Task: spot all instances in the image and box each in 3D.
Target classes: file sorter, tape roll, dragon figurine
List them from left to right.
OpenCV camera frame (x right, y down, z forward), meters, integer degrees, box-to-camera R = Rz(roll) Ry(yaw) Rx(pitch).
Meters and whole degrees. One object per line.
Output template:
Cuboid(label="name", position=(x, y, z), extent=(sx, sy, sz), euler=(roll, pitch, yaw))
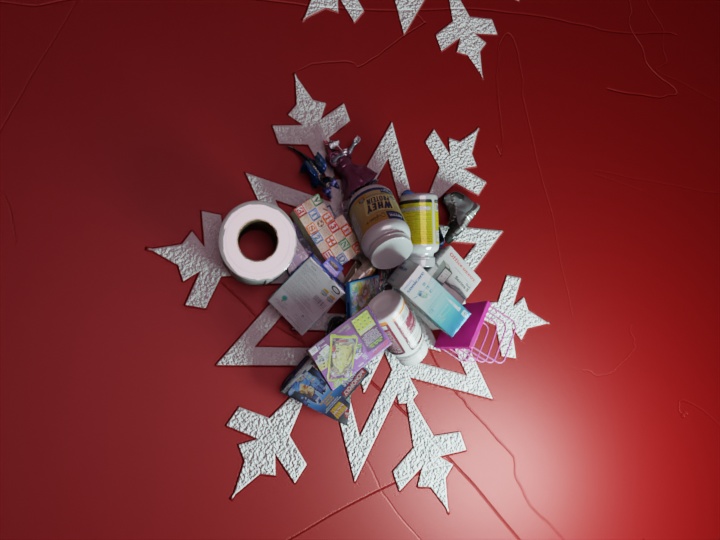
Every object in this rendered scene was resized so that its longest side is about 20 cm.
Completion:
Cuboid(label="tape roll", position=(-0.270, -0.068, 1.477), extent=(0.197, 0.139, 0.209), euler=(2, 83, -12))
Cuboid(label="dragon figurine", position=(-0.130, -0.290, 1.590), extent=(0.058, 0.099, 0.202), euler=(-34, 93, -20))
Cuboid(label="file sorter", position=(0.331, 0.186, 1.623), extent=(0.124, 0.199, 0.141), euler=(31, 73, -14))

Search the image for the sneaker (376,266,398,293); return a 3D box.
Cuboid(label="sneaker", position=(0.076, 0.021, 1.626), extent=(0.079, 0.075, 0.206), euler=(8, 80, -17))

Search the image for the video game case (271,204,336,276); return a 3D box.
Cuboid(label="video game case", position=(-0.140, -0.080, 1.598), extent=(0.197, 0.019, 0.145), euler=(-27, 91, -20))

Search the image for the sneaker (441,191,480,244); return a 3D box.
Cuboid(label="sneaker", position=(0.278, -0.172, 1.722), extent=(0.115, 0.075, 0.200), euler=(43, 50, 1))

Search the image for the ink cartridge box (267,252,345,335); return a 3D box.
Cuboid(label="ink cartridge box", position=(-0.130, 0.051, 1.510), extent=(0.200, 0.076, 0.137), euler=(-44, 98, 9))

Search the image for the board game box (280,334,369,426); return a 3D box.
Cuboid(label="board game box", position=(-0.075, 0.300, 1.494), extent=(0.199, 0.062, 0.201), euler=(41, 100, -9))

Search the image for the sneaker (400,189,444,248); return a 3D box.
Cuboid(label="sneaker", position=(0.193, -0.158, 1.694), extent=(0.065, 0.078, 0.203), euler=(-30, 90, -18))

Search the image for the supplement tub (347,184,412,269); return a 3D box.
Cuboid(label="supplement tub", position=(0.054, -0.120, 1.555), extent=(0.141, 0.146, 0.203), euler=(-8, 52, -19))

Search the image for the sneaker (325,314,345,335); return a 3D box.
Cuboid(label="sneaker", position=(-0.067, 0.219, 1.538), extent=(0.065, 0.090, 0.206), euler=(7, 79, -16))

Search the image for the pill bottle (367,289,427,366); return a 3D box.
Cuboid(label="pill bottle", position=(0.105, 0.163, 1.561), extent=(0.114, 0.113, 0.202), euler=(-45, 123, -20))

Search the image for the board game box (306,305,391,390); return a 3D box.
Cuboid(label="board game box", position=(-0.028, 0.194, 1.435), extent=(0.198, 0.032, 0.121), euler=(-34, 89, -20))

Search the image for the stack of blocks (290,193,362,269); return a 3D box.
Cuboid(label="stack of blocks", position=(-0.094, -0.108, 1.577), extent=(0.114, 0.058, 0.202), euler=(-34, 93, -20))

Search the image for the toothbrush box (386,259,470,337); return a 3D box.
Cuboid(label="toothbrush box", position=(0.180, 0.070, 1.517), extent=(0.200, 0.146, 0.086), euler=(43, 88, -14))

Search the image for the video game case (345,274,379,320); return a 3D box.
Cuboid(label="video game case", position=(0.009, 0.123, 1.550), extent=(0.142, 0.017, 0.206), euler=(-13, 105, -55))

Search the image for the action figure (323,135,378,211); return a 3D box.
Cuboid(label="action figure", position=(-0.044, -0.299, 1.640), extent=(0.200, 0.150, 0.133), euler=(47, 36, 11))

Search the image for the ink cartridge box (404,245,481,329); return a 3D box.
Cuboid(label="ink cartridge box", position=(0.239, 0.050, 1.671), extent=(0.146, 0.084, 0.201), euler=(45, 71, -8))

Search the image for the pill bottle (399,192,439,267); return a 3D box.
Cuboid(label="pill bottle", position=(0.168, -0.112, 1.608), extent=(0.109, 0.112, 0.206), euler=(-2, 90, -19))

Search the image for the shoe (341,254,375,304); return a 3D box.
Cuboid(label="shoe", position=(0.000, 0.000, 1.605), extent=(0.053, 0.070, 0.202), euler=(38, 74, -18))
